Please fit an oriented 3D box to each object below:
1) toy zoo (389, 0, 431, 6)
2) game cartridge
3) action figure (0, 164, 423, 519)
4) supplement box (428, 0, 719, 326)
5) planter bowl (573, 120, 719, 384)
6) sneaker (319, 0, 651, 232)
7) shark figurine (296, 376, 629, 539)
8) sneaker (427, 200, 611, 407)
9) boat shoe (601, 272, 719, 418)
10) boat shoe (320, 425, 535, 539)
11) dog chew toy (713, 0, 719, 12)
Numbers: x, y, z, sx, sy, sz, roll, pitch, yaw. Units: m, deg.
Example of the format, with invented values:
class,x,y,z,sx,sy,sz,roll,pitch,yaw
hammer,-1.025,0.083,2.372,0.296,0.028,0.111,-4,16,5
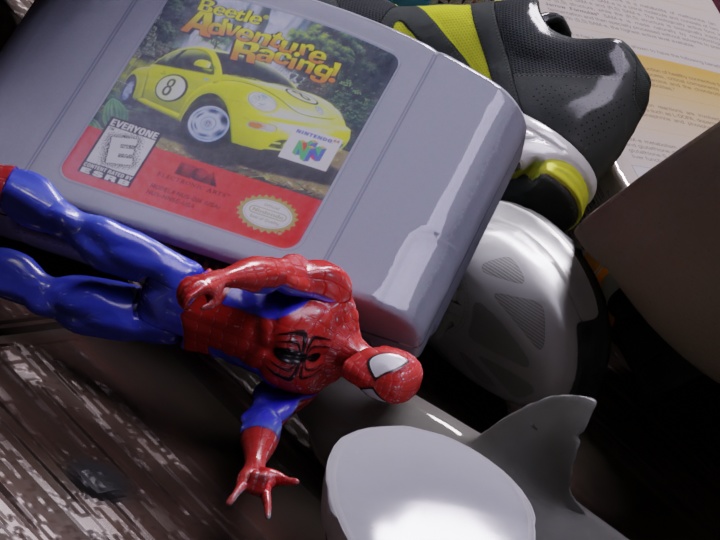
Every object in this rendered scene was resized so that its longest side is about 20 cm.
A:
class,x,y,z,sx,sy,sz,roll,pitch,yaw
toy zoo,-0.004,-0.132,1.429,0.131,0.020,0.200,5,34,-38
game cartridge,-0.047,-0.049,1.114,0.200,0.041,0.133,17,49,13
action figure,-0.076,0.017,1.011,0.200,0.065,0.099,17,22,-1
supplement box,0.119,-0.058,1.323,0.126,0.074,0.200,10,39,-31
planter bowl,0.198,-0.013,1.099,0.135,0.200,0.200,57,31,5
sneaker,0.044,-0.080,1.258,0.200,0.085,0.075,31,-22,41
shark figurine,0.079,0.081,1.043,0.214,0.090,0.128,21,28,-8
sneaker,0.000,0.000,1.151,0.115,0.076,0.200,-8,34,-37
boat shoe,0.182,0.040,1.242,0.201,0.074,0.063,12,55,-41
boat shoe,0.030,0.124,0.937,0.072,0.066,0.200,1,31,-22
dog chew toy,0.171,-0.178,1.574,0.200,0.125,0.125,34,26,-3
